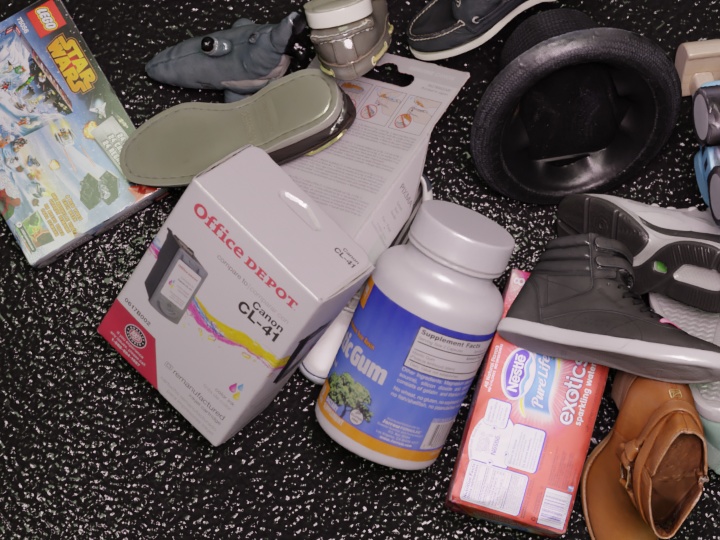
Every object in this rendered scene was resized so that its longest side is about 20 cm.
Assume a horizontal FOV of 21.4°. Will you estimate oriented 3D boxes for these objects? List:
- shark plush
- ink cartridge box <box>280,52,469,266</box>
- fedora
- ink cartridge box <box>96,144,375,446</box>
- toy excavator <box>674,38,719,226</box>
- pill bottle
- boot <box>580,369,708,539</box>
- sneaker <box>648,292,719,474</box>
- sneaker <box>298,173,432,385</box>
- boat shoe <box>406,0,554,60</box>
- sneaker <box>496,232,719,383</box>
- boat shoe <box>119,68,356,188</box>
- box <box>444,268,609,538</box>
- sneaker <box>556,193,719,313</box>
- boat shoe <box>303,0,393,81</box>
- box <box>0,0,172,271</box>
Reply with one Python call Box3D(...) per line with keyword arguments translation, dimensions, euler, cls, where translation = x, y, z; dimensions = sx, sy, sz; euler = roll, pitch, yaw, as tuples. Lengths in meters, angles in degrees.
Box3D(translation=(-0.102, -0.172, 1.577), dimensions=(0.083, 0.200, 0.091), euler=(10, 91, -30), cls="shark plush")
Box3D(translation=(-0.015, -0.096, 1.597), dimensions=(0.160, 0.050, 0.200), euler=(19, 60, 35), cls="ink cartridge box")
Box3D(translation=(0.170, -0.148, 1.582), dimensions=(0.200, 0.201, 0.092), euler=(-13, 53, -2), cls="fedora")
Box3D(translation=(-0.104, 0.022, 1.530), dimensions=(0.148, 0.200, 0.086), euler=(43, 41, 9), cls="ink cartridge box")
Box3D(translation=(0.304, -0.112, 1.548), dimensions=(0.099, 0.200, 0.195), euler=(-7, 80, -7), cls="toy excavator")
Box3D(translation=(0.048, 0.049, 1.531), dimensions=(0.112, 0.112, 0.201), euler=(24, 108, 4), cls="pill bottle")
Box3D(translation=(0.226, 0.176, 1.500), dimensions=(0.073, 0.155, 0.201), euler=(-1, 111, -5), cls="boot")
Box3D(translation=(0.285, 0.077, 1.588), dimensions=(0.073, 0.118, 0.201), euler=(-9, 46, 6), cls="sneaker")
Box3D(translation=(0.000, 0.000, 1.596), dimensions=(0.073, 0.071, 0.201), euler=(24, 81, 4), cls="sneaker")
Box3D(translation=(0.108, -0.238, 1.555), dimensions=(0.199, 0.066, 0.075), euler=(-20, 46, 34), cls="boat shoe")
Box3D(translation=(0.205, 0.024, 1.465), dimensions=(0.199, 0.071, 0.100), euler=(12, 75, 36), cls="sneaker")
Box3D(translation=(-0.101, -0.108, 1.576), dimensions=(0.200, 0.061, 0.072), euler=(-16, 72, 17), cls="boat shoe")
Box3D(translation=(0.142, 0.111, 1.565), dimensions=(0.099, 0.095, 0.201), euler=(15, 80, 2), cls="box")
Box3D(translation=(0.265, -0.024, 1.580), dimensions=(0.115, 0.200, 0.076), euler=(-20, 121, -39), cls="sneaker")
Box3D(translation=(-0.008, -0.199, 1.577), dimensions=(0.072, 0.202, 0.061), euler=(-13, 102, 7), cls="boat shoe")
Box3D(translation=(-0.269, -0.120, 1.632), dimensions=(0.137, 0.040, 0.201), euler=(-30, 82, -4), cls="box")
